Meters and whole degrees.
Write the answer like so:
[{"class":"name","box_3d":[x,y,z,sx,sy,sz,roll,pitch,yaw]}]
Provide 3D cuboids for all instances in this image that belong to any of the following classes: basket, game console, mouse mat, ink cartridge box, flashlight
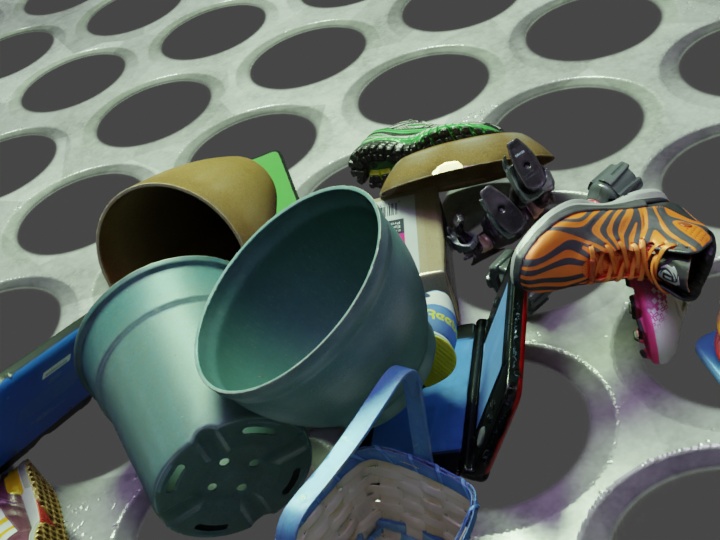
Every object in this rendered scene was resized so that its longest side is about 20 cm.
[{"class":"basket","box_3d":[0.010,0.194,0.861,0.138,0.201,0.176,12,45,35]},{"class":"game console","box_3d":[0.077,0.088,1.046,0.118,0.173,0.201,14,41,-1]},{"class":"game console","box_3d":[-0.368,0.127,1.149,0.118,0.172,0.200,22,25,10]},{"class":"mouse mat","box_3d":[-0.184,-0.088,1.475,0.199,0.008,0.161,-22,36,-1]},{"class":"ink cartridge box","box_3d":[0.000,0.000,1.223,0.198,0.075,0.165,-12,36,8]},{"class":"flashlight","box_3d":[0.217,-0.039,1.174,0.200,0.068,0.068,-42,8,-21]}]

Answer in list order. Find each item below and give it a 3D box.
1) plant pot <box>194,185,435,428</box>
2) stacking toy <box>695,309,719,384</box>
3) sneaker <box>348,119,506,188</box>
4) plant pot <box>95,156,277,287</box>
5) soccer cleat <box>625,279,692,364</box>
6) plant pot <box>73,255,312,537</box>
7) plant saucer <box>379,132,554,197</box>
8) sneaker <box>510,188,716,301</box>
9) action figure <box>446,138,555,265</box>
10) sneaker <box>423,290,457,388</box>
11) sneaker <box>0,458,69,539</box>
[{"class":"plant pot","box_3d":[-0.021,0.050,0.939,0.200,0.134,0.201,-31,35,25]},{"class":"stacking toy","box_3d":[0.346,0.010,0.946,0.115,0.201,0.110,-21,36,-5]},{"class":"sneaker","box_3d":[0.085,-0.159,1.383,0.199,0.078,0.085,-1,39,24]},{"class":"plant pot","box_3d":[-0.176,-0.054,1.304,0.185,0.188,0.200,-3,27,21]},{"class":"soccer cleat","box_3d":[0.297,0.007,1.083,0.086,0.070,0.201,-9,38,11]},{"class":"plant pot","box_3d":[-0.146,0.126,1.047,0.199,0.201,0.196,-25,45,-8]},{"class":"plant saucer","box_3d":[0.115,-0.119,1.256,0.199,0.036,0.200,-11,-3,-1]},{"class":"sneaker","box_3d":[0.236,-0.014,1.000,0.199,0.078,0.112,-21,38,-24]},{"class":"action figure","box_3d":[0.153,-0.065,1.171,0.130,0.200,0.069,-45,81,-6]},{"class":"sneaker","box_3d":[0.015,0.080,1.066,0.199,0.074,0.083,-24,37,36]},{"class":"sneaker","box_3d":[-0.321,0.264,1.043,0.090,0.075,0.200,-32,31,-3]}]
